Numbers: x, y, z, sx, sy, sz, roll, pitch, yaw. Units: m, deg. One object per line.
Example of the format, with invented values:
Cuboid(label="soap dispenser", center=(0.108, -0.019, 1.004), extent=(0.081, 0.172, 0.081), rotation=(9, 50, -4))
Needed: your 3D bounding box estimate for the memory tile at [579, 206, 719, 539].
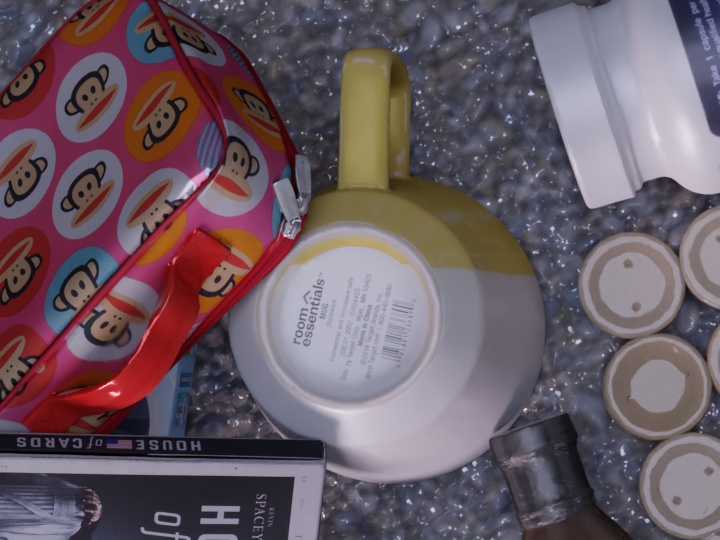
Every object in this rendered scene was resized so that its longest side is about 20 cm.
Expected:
Cuboid(label="memory tile", center=(0.197, 0.065, 1.345), extent=(0.153, 0.017, 0.200), rotation=(-17, 86, 6))

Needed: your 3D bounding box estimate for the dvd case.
Cuboid(label="dvd case", center=(-0.121, 0.139, 1.263), extent=(0.200, 0.025, 0.150), rotation=(2, 120, -8))

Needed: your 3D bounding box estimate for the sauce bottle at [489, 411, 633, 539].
Cuboid(label="sauce bottle", center=(0.110, 0.166, 1.336), extent=(0.065, 0.065, 0.200), rotation=(-20, 83, 6))

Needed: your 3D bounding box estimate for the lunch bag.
Cuboid(label="lunch bag", center=(-0.118, -0.012, 1.269), extent=(0.200, 0.082, 0.176), rotation=(-45, 44, 15))

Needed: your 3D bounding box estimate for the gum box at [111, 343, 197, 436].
Cuboid(label="gum box", center=(-0.171, 0.069, 1.385), extent=(0.170, 0.045, 0.200), rotation=(9, 89, 7))

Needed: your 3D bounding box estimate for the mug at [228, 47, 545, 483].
Cuboid(label="mug", center=(-0.004, 0.009, 1.313), extent=(0.149, 0.153, 0.187), rotation=(-32, 83, 5))

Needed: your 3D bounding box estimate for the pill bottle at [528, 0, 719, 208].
Cuboid(label="pill bottle", center=(0.186, -0.102, 1.312), extent=(0.200, 0.116, 0.116), rotation=(-17, 85, 5))
